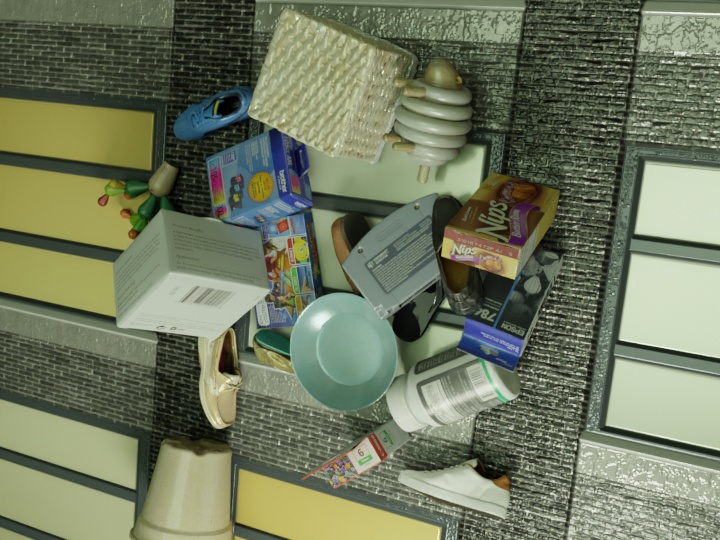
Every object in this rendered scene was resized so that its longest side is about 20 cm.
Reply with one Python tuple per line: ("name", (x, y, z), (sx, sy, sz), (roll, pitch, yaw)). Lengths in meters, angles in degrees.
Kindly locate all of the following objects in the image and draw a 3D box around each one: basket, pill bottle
("basket", (-0.046, -0.303, 1.352), (0.198, 0.161, 0.200), (28, 106, 19))
("pill bottle", (0.149, 0.188, 1.352), (0.200, 0.113, 0.113), (-25, 86, 25))

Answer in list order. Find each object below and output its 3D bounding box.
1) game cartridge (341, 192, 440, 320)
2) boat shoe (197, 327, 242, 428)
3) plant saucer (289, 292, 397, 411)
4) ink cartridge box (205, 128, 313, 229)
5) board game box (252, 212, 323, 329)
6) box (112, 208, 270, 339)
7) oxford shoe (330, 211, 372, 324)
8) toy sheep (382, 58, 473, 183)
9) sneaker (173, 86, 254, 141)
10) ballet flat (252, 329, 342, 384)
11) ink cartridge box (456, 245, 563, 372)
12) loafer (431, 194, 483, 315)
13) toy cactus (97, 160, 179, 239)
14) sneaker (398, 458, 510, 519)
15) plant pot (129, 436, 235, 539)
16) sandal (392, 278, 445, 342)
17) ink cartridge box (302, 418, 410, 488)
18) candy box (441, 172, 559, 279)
("game cartridge", (0.076, -0.029, 1.351), (0.200, 0.042, 0.133), (-37, 70, 4))
("boat shoe", (-0.259, 0.200, 1.559), (0.069, 0.074, 0.201), (-6, 94, 31))
("plant saucer", (-0.024, 0.136, 1.406), (0.201, 0.039, 0.202), (1, 93, 22))
("ink cartridge box", (-0.166, -0.163, 1.452), (0.200, 0.076, 0.137), (-19, 72, 23))
("board game box", (-0.139, 0.002, 1.500), (0.135, 0.034, 0.201), (-5, 94, 25))
("box", (-0.299, 0.013, 1.447), (0.200, 0.199, 0.131), (-39, 53, 38))
("oxford shoe", (0.000, 0.000, 1.433), (0.071, 0.071, 0.200), (-13, 95, 55))
("toy sheep", (0.111, -0.235, 1.307), (0.138, 0.138, 0.200), (23, 119, 20))
("sneaker", (-0.274, -0.287, 1.501), (0.200, 0.078, 0.066), (-15, 92, 27))
("ballet flat", (-0.109, 0.170, 1.499), (0.200, 0.071, 0.071), (22, 105, 19))
("ink cartridge box", (0.232, 0.048, 1.282), (0.099, 0.039, 0.200), (21, 71, 19))
("loafer", (0.147, -0.035, 1.273), (0.073, 0.072, 0.200), (-18, 64, 12))
("toy cactus", (-0.408, -0.135, 1.582), (0.200, 0.102, 0.165), (36, 100, 25))
("sneaker", (0.163, 0.357, 1.405), (0.200, 0.073, 0.085), (9, 70, 29))
("plant pot", (-0.322, 0.419, 1.568), (0.200, 0.200, 0.184), (8, 88, 23))
("sandal", (0.112, 0.032, 1.385), (0.076, 0.043, 0.201), (25, 104, 20))
("ink cartridge box", (-0.003, 0.314, 1.389), (0.109, 0.200, 0.050), (-35, 82, 24))
("candy box", (0.213, -0.072, 1.241), (0.116, 0.200, 0.057), (19, 126, 21))
